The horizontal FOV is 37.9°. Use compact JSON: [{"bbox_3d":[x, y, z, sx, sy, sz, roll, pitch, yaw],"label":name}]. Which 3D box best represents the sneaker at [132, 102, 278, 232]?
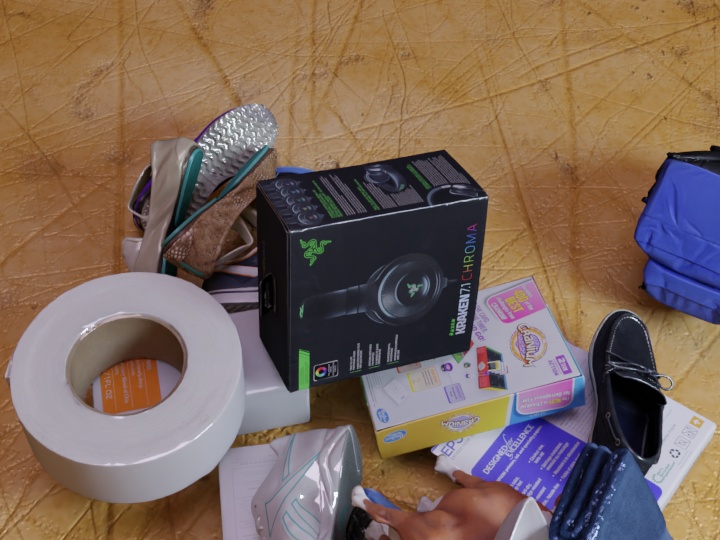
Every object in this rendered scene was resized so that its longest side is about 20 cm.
[{"bbox_3d":[-0.185,-0.118,1.183,0.200,0.070,0.099,-45,26,-16],"label":"sneaker"}]

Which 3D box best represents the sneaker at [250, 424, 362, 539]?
[{"bbox_3d":[-0.051,0.218,0.858,0.080,0.071,0.201,-3,46,15],"label":"sneaker"}]

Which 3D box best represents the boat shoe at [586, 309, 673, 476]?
[{"bbox_3d":[0.248,0.111,0.960,0.074,0.062,0.200,26,47,-8],"label":"boat shoe"}]

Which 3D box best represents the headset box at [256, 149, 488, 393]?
[{"bbox_3d":[0.000,0.000,0.949,0.199,0.175,0.093,-10,36,-20],"label":"headset box"}]

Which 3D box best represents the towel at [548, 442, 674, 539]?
[{"bbox_3d":[0.209,0.239,0.841,0.048,0.200,0.112,2,44,41],"label":"towel"}]

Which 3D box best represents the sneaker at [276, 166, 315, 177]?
[{"bbox_3d":[-0.045,-0.058,1.157,0.199,0.070,0.078,10,46,7],"label":"sneaker"}]

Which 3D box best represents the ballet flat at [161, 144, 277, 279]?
[{"bbox_3d":[-0.131,-0.057,1.093,0.065,0.070,0.200,45,48,-8],"label":"ballet flat"}]

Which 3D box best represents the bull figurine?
[{"bbox_3d":[0.084,0.203,0.850,0.121,0.065,0.200,18,11,38],"label":"bull figurine"}]

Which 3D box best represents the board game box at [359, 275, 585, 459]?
[{"bbox_3d":[0.097,0.090,1.016,0.199,0.040,0.153,-14,39,-1],"label":"board game box"}]

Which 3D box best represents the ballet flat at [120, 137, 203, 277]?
[{"bbox_3d":[-0.214,-0.042,1.091,0.069,0.069,0.201,12,88,9],"label":"ballet flat"}]

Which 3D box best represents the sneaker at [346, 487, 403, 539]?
[{"bbox_3d":[0.065,0.259,0.903,0.089,0.079,0.200,-19,47,-41],"label":"sneaker"}]

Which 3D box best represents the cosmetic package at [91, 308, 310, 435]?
[{"bbox_3d":[-0.156,0.107,1.015,0.199,0.071,0.102,-10,51,-11],"label":"cosmetic package"}]

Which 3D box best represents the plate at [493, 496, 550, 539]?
[{"bbox_3d":[0.107,0.299,0.783,0.032,0.200,0.200,7,53,34],"label":"plate"}]

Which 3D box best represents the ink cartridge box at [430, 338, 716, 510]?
[{"bbox_3d":[0.200,0.166,0.992,0.200,0.043,0.198,31,55,24],"label":"ink cartridge box"}]

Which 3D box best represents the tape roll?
[{"bbox_3d":[-0.203,0.100,0.928,0.201,0.071,0.203,1,52,-1],"label":"tape roll"}]

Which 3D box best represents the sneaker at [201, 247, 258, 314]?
[{"bbox_3d":[-0.067,0.016,1.089,0.199,0.079,0.080,3,56,3],"label":"sneaker"}]

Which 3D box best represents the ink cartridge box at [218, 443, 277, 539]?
[{"bbox_3d":[-0.065,0.248,0.907,0.103,0.059,0.201,-5,51,-7],"label":"ink cartridge box"}]

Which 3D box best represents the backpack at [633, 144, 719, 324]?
[{"bbox_3d":[0.374,-0.044,1.099,0.162,0.168,0.200,30,23,17],"label":"backpack"}]
